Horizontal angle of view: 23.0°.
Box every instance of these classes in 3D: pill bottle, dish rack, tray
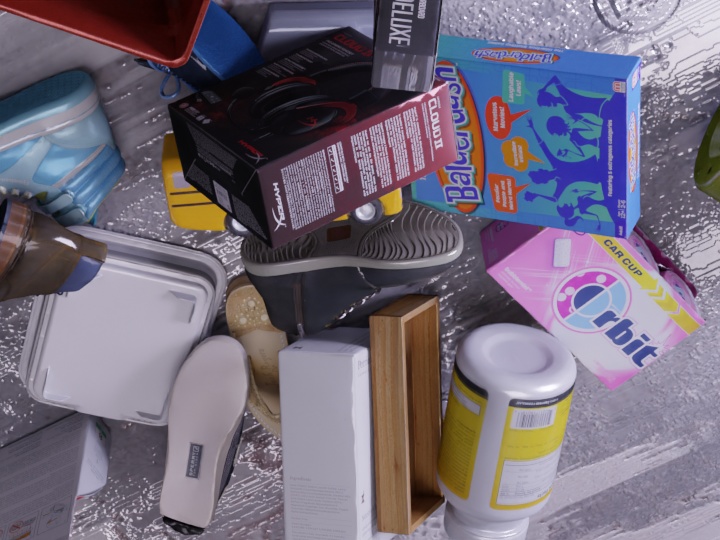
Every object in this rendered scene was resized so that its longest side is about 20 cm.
[{"bbox_3d":[0.129,0.159,1.630,0.111,0.112,0.202,5,120,-7],"label":"pill bottle"},{"bbox_3d":[-0.224,0.062,1.649,0.170,0.044,0.201,12,124,-12],"label":"dish rack"},{"bbox_3d":[0.043,0.131,1.632,0.037,0.099,0.202,1,101,23],"label":"tray"}]

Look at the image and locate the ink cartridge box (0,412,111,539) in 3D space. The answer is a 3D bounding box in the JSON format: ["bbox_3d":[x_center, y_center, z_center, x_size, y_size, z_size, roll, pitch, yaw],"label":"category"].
[{"bbox_3d":[-0.318,0.233,1.663,0.160,0.201,0.050,-25,123,14],"label":"ink cartridge box"}]

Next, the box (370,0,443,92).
[{"bbox_3d":[0.039,-0.254,1.353,0.049,0.201,0.159,4,124,-2],"label":"box"}]

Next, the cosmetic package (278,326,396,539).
[{"bbox_3d":[-0.018,0.160,1.636,0.080,0.113,0.202,4,103,21],"label":"cosmetic package"}]

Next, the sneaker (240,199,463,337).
[{"bbox_3d":[0.000,0.000,1.579,0.198,0.075,0.107,-3,140,13],"label":"sneaker"}]

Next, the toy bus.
[{"bbox_3d":[-0.065,-0.082,1.506,0.198,0.065,0.079,-6,123,1],"label":"toy bus"}]

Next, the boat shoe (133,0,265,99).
[{"bbox_3d":[-0.160,-0.199,1.464,0.200,0.084,0.069,43,128,-8],"label":"boat shoe"}]

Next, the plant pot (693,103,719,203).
[{"bbox_3d":[0.397,-0.087,1.512,0.192,0.201,0.201,27,120,-6],"label":"plant pot"}]

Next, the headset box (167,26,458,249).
[{"bbox_3d":[-0.029,-0.113,1.402,0.199,0.148,0.076,-26,127,-22],"label":"headset box"}]

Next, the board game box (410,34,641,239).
[{"bbox_3d":[0.137,-0.115,1.497,0.198,0.045,0.153,9,125,23],"label":"board game box"}]

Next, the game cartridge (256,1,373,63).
[{"bbox_3d":[-0.029,-0.135,1.531,0.132,0.041,0.202,0,124,1],"label":"game cartridge"}]

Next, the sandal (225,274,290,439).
[{"bbox_3d":[-0.082,0.108,1.671,0.077,0.070,0.213,-14,124,6],"label":"sandal"}]

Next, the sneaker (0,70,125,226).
[{"bbox_3d":[-0.296,-0.078,1.527,0.198,0.080,0.131,-20,122,11],"label":"sneaker"}]

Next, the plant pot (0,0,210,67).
[{"bbox_3d":[-0.190,-0.305,1.319,0.198,0.177,0.201,17,122,-14],"label":"plant pot"}]

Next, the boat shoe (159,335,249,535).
[{"bbox_3d":[-0.146,0.144,1.690,0.074,0.093,0.202,17,108,2],"label":"boat shoe"}]

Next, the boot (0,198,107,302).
[{"bbox_3d":[-0.294,0.009,1.558,0.096,0.075,0.200,18,153,-18],"label":"boot"}]

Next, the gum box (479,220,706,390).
[{"bbox_3d":[0.217,0.011,1.624,0.113,0.066,0.200,-37,118,21],"label":"gum box"}]
